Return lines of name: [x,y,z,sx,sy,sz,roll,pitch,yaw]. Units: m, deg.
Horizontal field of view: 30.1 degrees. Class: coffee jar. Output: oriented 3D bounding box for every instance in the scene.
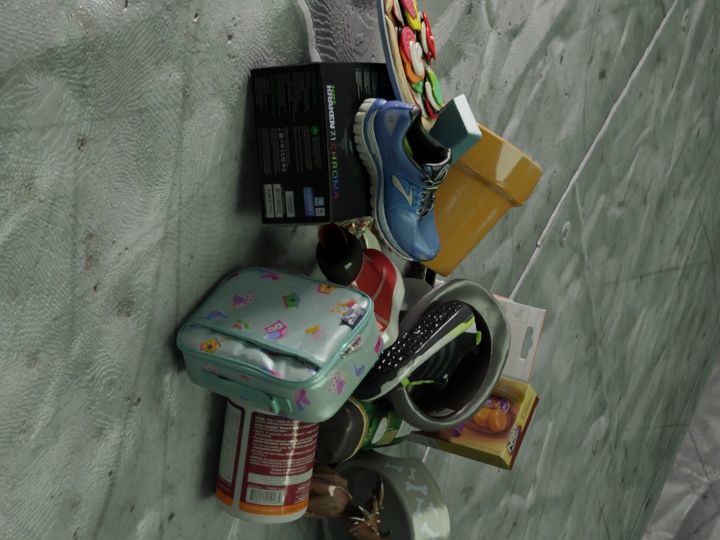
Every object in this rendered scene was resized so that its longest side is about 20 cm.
coffee jar: [-0.014,0.187,1.715,0.200,0.104,0.085,-2,119,-62]

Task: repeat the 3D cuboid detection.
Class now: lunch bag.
lunch bag: [-0.085,0.077,1.418,0.160,0.200,0.077,-47,139,-40]

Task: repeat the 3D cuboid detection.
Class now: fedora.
fedora: [0.092,0.108,1.710,0.177,0.090,0.200,42,68,-30]

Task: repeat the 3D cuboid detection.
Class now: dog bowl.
dog bowl: [0.026,0.330,1.775,0.059,0.200,0.200,-11,113,-44]

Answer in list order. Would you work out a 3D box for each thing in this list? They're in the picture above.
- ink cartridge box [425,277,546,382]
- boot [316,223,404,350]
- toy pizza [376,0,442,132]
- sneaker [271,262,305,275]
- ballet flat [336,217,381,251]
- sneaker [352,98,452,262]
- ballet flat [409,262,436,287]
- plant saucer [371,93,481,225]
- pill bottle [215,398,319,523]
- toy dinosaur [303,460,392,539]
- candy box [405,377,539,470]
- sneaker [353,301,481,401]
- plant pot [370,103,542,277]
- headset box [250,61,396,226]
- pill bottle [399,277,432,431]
ink cartridge box: [0.168,0.085,1.909,0.050,0.200,0.109,14,91,-63]
boot: [-0.006,-0.012,1.540,0.200,0.072,0.144,-91,159,-64]
toy pizza: [0.062,-0.256,1.550,0.200,0.032,0.201,-11,90,-75]
sneaker: [-0.035,0.061,1.603,0.074,0.115,0.200,-64,150,-18]
ballet flat: [0.000,0.000,1.697,0.076,0.064,0.200,-58,149,-34]
sneaker: [0.058,-0.095,1.471,0.079,0.089,0.200,-54,136,-45]
ballet flat: [0.103,-0.010,1.897,0.066,0.057,0.200,17,88,-64]
plant saucer: [0.067,-0.131,1.641,0.019,0.200,0.070,10,50,-43]
pill bottle: [-0.102,0.179,1.536,0.110,0.109,0.200,-12,114,-61]
toy dinosaur: [-0.038,0.281,1.680,0.200,0.135,0.086,41,66,-60]
candy box: [0.141,0.201,1.915,0.117,0.200,0.056,-65,148,-19]
sneaker: [0.079,0.115,1.598,0.200,0.072,0.083,-34,113,-31]
plant pot: [0.104,-0.100,1.733,0.183,0.200,0.200,-58,153,1]
headset box: [-0.027,-0.144,1.505,0.200,0.093,0.174,-13,101,-61]
pill bottle: [0.067,0.114,1.830,0.109,0.109,0.200,-46,141,-45]
